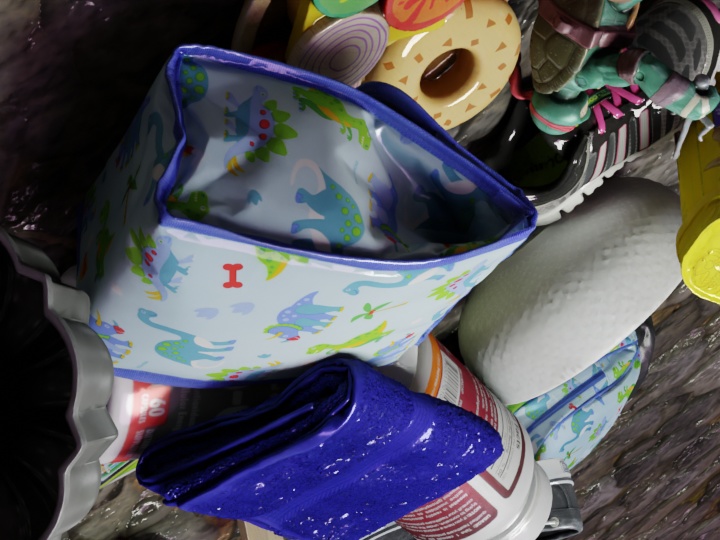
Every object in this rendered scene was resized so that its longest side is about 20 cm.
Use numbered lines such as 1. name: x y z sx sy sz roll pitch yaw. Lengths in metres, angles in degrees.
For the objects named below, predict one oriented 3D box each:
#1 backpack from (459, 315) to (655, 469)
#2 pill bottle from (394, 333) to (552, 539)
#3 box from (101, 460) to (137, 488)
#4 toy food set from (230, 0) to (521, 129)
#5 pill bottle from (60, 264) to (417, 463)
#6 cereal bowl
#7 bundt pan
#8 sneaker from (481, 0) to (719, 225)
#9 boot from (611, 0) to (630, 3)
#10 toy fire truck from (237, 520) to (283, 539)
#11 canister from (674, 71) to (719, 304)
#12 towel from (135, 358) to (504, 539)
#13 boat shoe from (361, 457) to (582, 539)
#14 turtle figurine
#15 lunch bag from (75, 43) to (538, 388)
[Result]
1. backpack: 0.140 0.109 1.342 0.199 0.154 0.163 -10 149 -30
2. pill bottle: 0.047 0.120 1.116 0.113 0.113 0.200 -39 130 8
3. box: -0.168 0.100 1.063 0.199 0.035 0.110 -27 153 -16
4. toy food set: 0.015 -0.136 0.868 0.197 0.049 0.200 -20 151 -29
5. pill bottle: -0.073 0.047 0.958 0.199 0.114 0.114 -4 142 -29
6. cereal bowl: 0.145 0.001 1.171 0.200 0.083 0.200 -41 -170 8
7. bundt pan: -0.203 0.065 0.789 0.202 0.202 0.076 -42 165 15
8. sneaker: 0.153 -0.103 1.062 0.200 0.074 0.087 -43 160 26
9. boot: 0.111 -0.243 0.781 0.154 0.074 0.201 22 93 -30
10. toy fire truck: -0.027 0.160 1.269 0.175 0.129 0.200 -12 166 -30
11. canister: 0.281 -0.066 1.091 0.148 0.201 0.087 17 134 -11
12. towel: -0.015 0.114 0.936 0.147 0.050 0.200 -25 155 21
13. boat shoe: 0.071 0.204 1.234 0.199 0.068 0.072 -18 157 6
14. turtle figurine: 0.148 -0.141 0.933 0.100 0.150 0.201 0 129 -29
15. lunch bag: -0.033 -0.014 0.835 0.199 0.128 0.170 14 150 -20
